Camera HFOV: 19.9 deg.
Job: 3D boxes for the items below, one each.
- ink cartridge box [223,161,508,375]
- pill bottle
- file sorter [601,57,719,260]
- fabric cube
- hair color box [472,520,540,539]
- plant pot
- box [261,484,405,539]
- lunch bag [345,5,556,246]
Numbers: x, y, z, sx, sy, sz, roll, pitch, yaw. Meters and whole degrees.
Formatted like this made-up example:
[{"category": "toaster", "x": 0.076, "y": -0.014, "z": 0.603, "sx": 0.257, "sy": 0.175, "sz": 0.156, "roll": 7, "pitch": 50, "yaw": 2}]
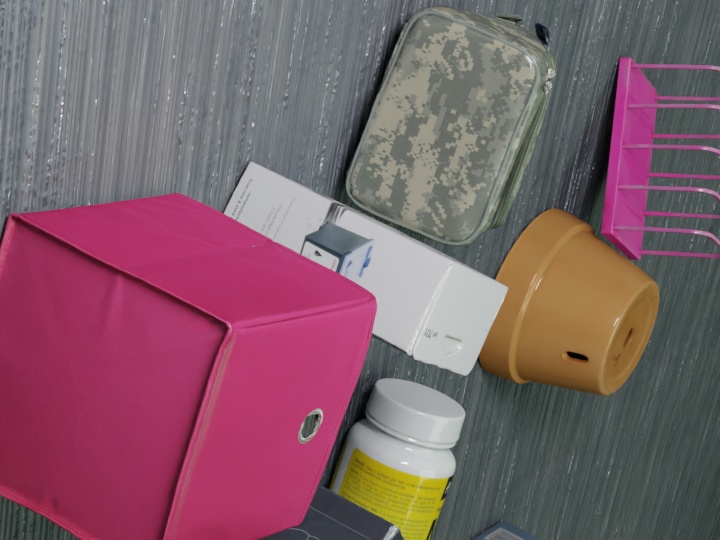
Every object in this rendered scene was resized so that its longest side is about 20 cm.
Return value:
[{"category": "ink cartridge box", "x": 0.000, "y": 0.000, "z": 1.662, "sx": 0.086, "sy": 0.199, "sz": 0.146, "roll": -65, "pitch": 156, "yaw": 1}, {"category": "pill bottle", "x": 0.027, "y": 0.216, "z": 2.027, "sx": 0.114, "sy": 0.114, "sz": 0.201, "roll": -8, "pitch": 120, "yaw": -62}, {"category": "file sorter", "x": 0.355, "y": -0.121, "z": 2.292, "sx": 0.139, "sy": 0.125, "sz": 0.201, "roll": 30, "pitch": 65, "yaw": -65}, {"category": "fabric cube", "x": -0.139, "y": 0.075, "z": 1.452, "sx": 0.199, "sy": 0.199, "sz": 0.197, "roll": -10, "pitch": 122, "yaw": -61}, {"category": "hair color box", "x": 0.152, "y": 0.421, "z": 2.538, "sx": 0.099, "sy": 0.060, "sz": 0.201, "roll": -19, "pitch": 130, "yaw": -58}, {"category": "plant pot", "x": 0.240, "y": 0.049, "z": 2.272, "sx": 0.200, "sy": 0.140, "sz": 0.201, "roll": -47, "pitch": 150, "yaw": -37}, {"category": "box", "x": -0.089, "y": 0.273, "z": 1.738, "sx": 0.197, "sy": 0.199, "sz": 0.124, "roll": -57, "pitch": 156, "yaw": -15}, {"category": "lunch bag", "x": 0.089, "y": -0.133, "z": 1.813, "sx": 0.168, "sy": 0.139, "sz": 0.201, "roll": -33, "pitch": 145, "yaw": -76}]
